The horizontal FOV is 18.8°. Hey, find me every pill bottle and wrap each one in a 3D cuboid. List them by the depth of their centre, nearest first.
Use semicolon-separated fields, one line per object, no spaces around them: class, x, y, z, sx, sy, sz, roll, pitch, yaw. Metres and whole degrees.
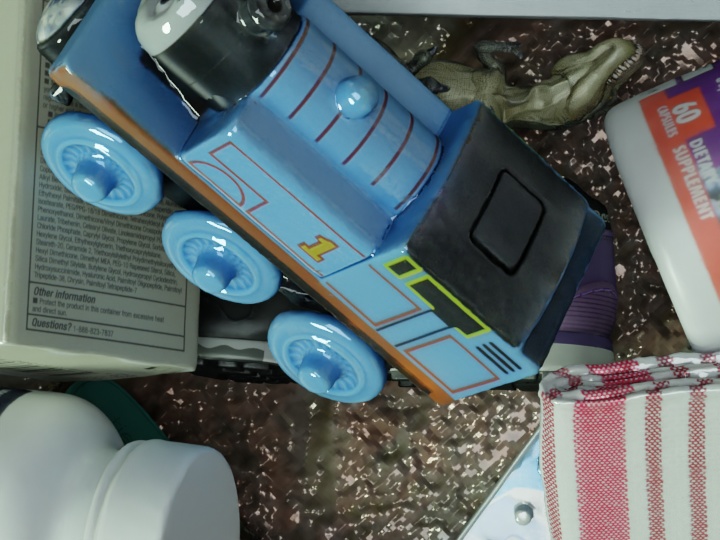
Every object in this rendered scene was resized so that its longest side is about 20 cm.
pill bottle;0.198;-0.046;0.788;0.199;0.111;0.112;-23;94;8
pill bottle;-0.150;0.097;0.795;0.199;0.111;0.112;4;98;18

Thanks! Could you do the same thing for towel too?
towel;0.166;0.083;0.795;0.199;0.030;0.147;-5;129;4

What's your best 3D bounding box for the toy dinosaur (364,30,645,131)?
toy dinosaur;0.002;-0.070;0.804;0.199;0.088;0.048;2;82;14

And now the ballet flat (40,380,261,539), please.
ballet flat;-0.065;0.128;0.868;0.200;0.068;0.075;43;125;7

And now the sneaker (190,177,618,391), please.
sneaker;0.000;0.000;0.847;0.199;0.076;0.088;2;83;2

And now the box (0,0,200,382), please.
box;-0.113;-0.064;0.794;0.077;0.095;0.201;-7;76;43

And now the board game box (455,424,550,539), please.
board game box;0.109;0.181;0.870;0.200;0.026;0.200;36;99;1

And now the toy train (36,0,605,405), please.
toy train;-0.017;-0.034;0.733;0.200;0.087;0.114;42;145;-19

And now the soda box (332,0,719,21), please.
soda box;0.052;-0.129;0.818;0.199;0.063;0.069;2;97;6
